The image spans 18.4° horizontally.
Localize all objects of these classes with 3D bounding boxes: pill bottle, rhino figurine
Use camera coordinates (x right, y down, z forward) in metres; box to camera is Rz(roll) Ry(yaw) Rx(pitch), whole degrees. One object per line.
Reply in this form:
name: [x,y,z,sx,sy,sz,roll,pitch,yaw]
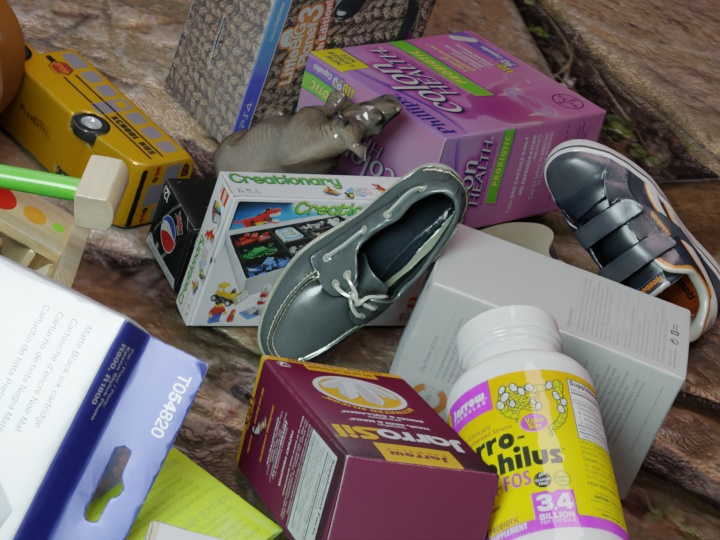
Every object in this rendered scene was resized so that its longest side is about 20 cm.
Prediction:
pill bottle: [0.114,0.125,1.490,0.104,0.104,0.200,7,51,-21]
rhino figurine: [-0.039,-0.105,1.799,0.087,0.200,0.060,-39,108,-45]

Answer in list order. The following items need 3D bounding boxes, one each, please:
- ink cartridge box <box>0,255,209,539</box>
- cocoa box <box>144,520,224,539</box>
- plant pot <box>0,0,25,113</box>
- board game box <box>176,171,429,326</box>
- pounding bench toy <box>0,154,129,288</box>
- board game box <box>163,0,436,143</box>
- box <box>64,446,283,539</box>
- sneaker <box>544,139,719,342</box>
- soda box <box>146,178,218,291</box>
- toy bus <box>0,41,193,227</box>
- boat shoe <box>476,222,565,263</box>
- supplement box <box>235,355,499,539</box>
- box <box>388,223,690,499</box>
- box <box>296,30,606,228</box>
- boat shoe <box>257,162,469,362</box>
ink cartridge box: [-0.225,0.100,1.385,0.200,0.200,0.041,25,-6,6]
cocoa box: [-0.054,0.257,1.292,0.199,0.134,0.131,17,34,-6]
plant pot: [-0.346,-0.156,1.688,0.200,0.201,0.183,26,17,7]
board game box: [-0.030,-0.014,1.701,0.200,0.126,0.035,1,39,-29]
pounding bench toy: [-0.266,-0.029,1.491,0.156,0.200,0.124,31,30,-14]
board game box: [-0.048,-0.211,1.941,0.200,0.160,0.097,-14,47,-41]
box: [-0.164,0.150,1.461,0.200,0.048,0.122,35,35,17]
sneaker: [0.229,-0.023,1.861,0.200,0.078,0.079,42,34,-10]
soda box: [-0.062,-0.029,1.760,0.200,0.063,0.071,0,38,-30]
toy bus: [-0.228,-0.119,1.794,0.078,0.065,0.200,-17,49,-44]
boat shoe: [0.137,0.011,1.812,0.071,0.063,0.200,-13,22,-8]
supplement box: [0.000,0.133,1.483,0.110,0.086,0.200,9,13,-21]
box: [0.133,0.067,1.678,0.200,0.125,0.098,21,33,-2]
box: [0.074,-0.121,1.915,0.200,0.097,0.176,-13,37,-40]
boat shoe: [0.000,0.000,1.641,0.073,0.200,0.062,46,7,-12]
